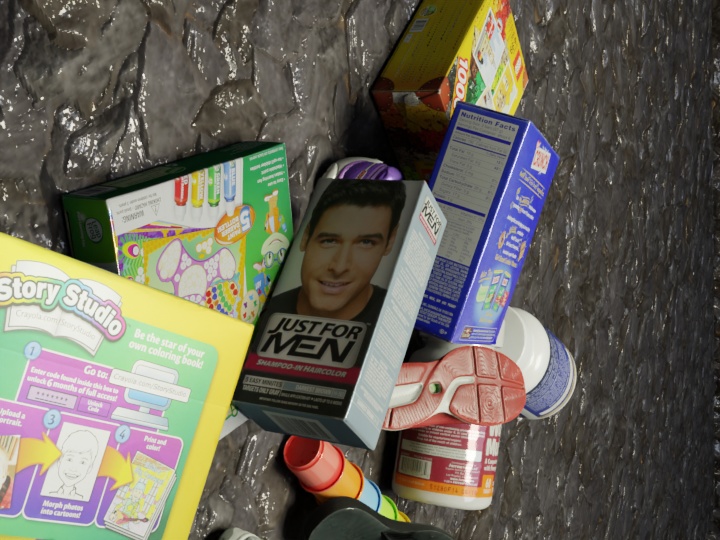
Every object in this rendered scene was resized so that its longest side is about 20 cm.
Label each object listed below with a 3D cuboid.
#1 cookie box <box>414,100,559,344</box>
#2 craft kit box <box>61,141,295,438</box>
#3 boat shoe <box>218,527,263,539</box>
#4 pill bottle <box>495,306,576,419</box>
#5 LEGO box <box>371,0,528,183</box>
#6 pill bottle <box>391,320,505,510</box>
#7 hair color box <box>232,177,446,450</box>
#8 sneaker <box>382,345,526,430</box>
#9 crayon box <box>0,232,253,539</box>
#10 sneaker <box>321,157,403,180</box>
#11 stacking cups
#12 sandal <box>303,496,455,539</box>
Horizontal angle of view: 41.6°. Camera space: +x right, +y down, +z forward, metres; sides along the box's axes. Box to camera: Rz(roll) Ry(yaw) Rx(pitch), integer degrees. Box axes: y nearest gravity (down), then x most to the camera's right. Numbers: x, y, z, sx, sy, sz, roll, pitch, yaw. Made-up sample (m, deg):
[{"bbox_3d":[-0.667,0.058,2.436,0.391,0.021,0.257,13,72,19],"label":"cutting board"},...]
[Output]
[{"bbox_3d":[0.109,-0.037,0.883,0.171,0.075,0.201,14,96,-69],"label":"cookie box"},{"bbox_3d":[-0.115,0.022,0.683,0.200,0.048,0.199,-31,124,-55],"label":"craft kit box"},{"bbox_3d":[-0.057,0.269,0.800,0.202,0.064,0.075,57,47,-53],"label":"boat shoe"},{"bbox_3d":[0.188,0.111,1.166,0.200,0.115,0.116,35,64,-58],"label":"pill bottle"},{"bbox_3d":[0.101,-0.194,0.998,0.201,0.077,0.149,-64,144,-33],"label":"LEGO box"},{"bbox_3d":[0.099,0.146,1.018,0.109,0.109,0.201,18,79,-60],"label":"pill bottle"},{"bbox_3d":[-0.012,0.027,0.725,0.061,0.098,0.201,54,48,-50],"label":"hair color box"},{"bbox_3d":[0.056,0.118,0.912,0.199,0.115,0.079,6,76,-34],"label":"sneaker"},{"bbox_3d":[-0.169,0.083,0.528,0.200,0.058,0.174,26,76,-48],"label":"crayon box"},{"bbox_3d":[0.000,0.000,0.843,0.080,0.083,0.201,-3,98,-61],"label":"sneaker"},{"bbox_3d":[-0.014,0.209,0.890,0.200,0.060,0.061,56,47,-42],"label":"stacking cups"},{"bbox_3d":[0.027,0.268,0.880,0.200,0.048,0.075,31,106,-39],"label":"sandal"}]
